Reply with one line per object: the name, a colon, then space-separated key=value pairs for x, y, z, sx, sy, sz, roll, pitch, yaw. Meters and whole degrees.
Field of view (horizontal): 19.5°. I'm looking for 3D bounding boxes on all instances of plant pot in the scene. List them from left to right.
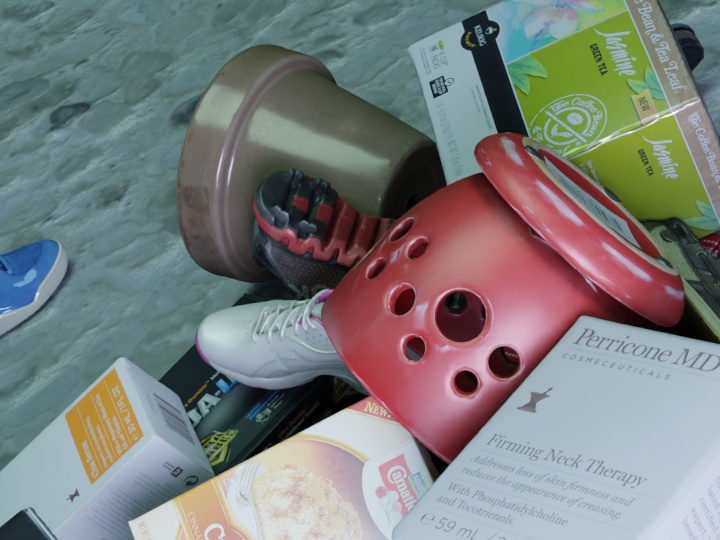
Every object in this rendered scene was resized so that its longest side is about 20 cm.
plant pot: x=-0.029 y=-0.073 z=1.733 sx=0.174 sy=0.201 sz=0.201 roll=17 pitch=52 yaw=29
plant pot: x=0.102 y=0.025 z=1.390 sx=0.183 sy=0.200 sz=0.201 roll=-49 pitch=28 yaw=15

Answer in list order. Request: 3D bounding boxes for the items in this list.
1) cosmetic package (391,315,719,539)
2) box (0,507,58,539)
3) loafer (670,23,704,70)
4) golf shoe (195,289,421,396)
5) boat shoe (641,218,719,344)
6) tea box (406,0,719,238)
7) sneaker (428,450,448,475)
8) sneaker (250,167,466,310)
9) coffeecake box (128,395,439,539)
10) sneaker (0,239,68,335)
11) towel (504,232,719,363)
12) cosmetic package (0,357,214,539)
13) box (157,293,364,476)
cosmetic package: x=0.160 y=0.162 z=1.236 sx=0.167 sy=0.167 sz=0.200 roll=11 pitch=48 yaw=47
box: x=-0.172 y=0.287 z=1.300 sx=0.124 sy=0.197 sz=0.200 roll=-39 pitch=32 yaw=-13
loafer: x=0.205 y=-0.120 z=1.714 sx=0.199 sy=0.072 sz=0.063 roll=-36 pitch=51 yaw=1
golf shoe: x=-0.032 y=0.042 z=1.557 sx=0.198 sy=0.092 sz=0.076 roll=3 pitch=53 yaw=16
boat shoe: x=0.242 y=0.022 z=1.448 sx=0.064 sy=0.074 sz=0.200 roll=-24 pitch=45 yaw=-11
tea box: x=0.161 y=-0.107 z=1.582 sx=0.195 sy=0.134 sz=0.201 roll=-24 pitch=43 yaw=8
sneaker: x=-0.009 y=0.159 z=1.464 sx=0.200 sy=0.079 sz=0.089 roll=-39 pitch=30 yaw=-15
sneaker: x=0.000 y=0.000 z=1.632 sx=0.098 sy=0.199 sz=0.071 roll=-60 pitch=6 yaw=48
coffeecake box: x=-0.030 y=0.195 z=1.378 sx=0.199 sy=0.073 sz=0.154 roll=-28 pitch=60 yaw=3
sneaker: x=-0.372 y=0.010 z=1.944 sx=0.199 sy=0.112 sz=0.077 roll=-36 pitch=32 yaw=-11
towel: x=0.166 y=0.034 z=1.554 sx=0.144 sy=0.023 sz=0.200 roll=14 pitch=51 yaw=48
cosmetic package: x=-0.212 y=0.173 z=1.557 sx=0.200 sy=0.071 sz=0.102 roll=-44 pitch=40 yaw=9
box: x=-0.099 y=0.112 z=1.634 sx=0.200 sy=0.046 sz=0.158 roll=-45 pitch=36 yaw=-23
